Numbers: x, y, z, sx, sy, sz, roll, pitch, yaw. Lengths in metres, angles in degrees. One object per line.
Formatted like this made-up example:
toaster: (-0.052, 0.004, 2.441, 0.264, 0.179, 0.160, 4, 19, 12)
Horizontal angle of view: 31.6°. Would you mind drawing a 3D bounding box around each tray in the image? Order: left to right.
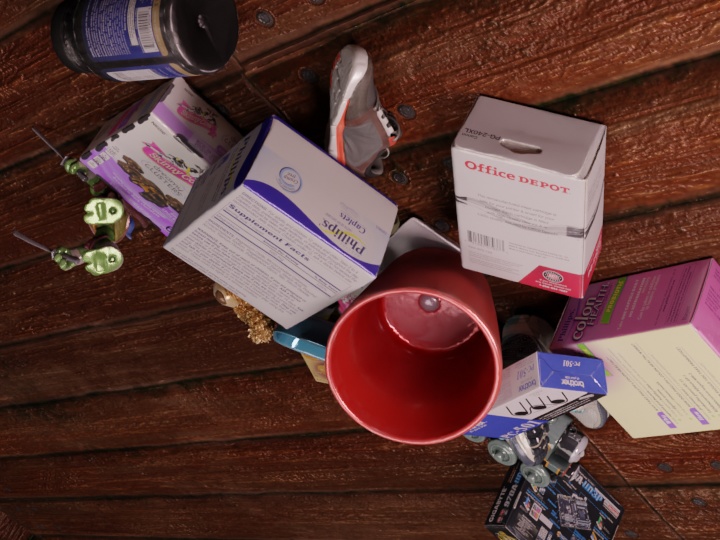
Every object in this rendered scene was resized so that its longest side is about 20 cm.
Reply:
tray: (0.068, -0.004, 1.596, 0.107, 0.022, 0.200, 34, 148, -8)

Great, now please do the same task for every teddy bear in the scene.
teddy bear: (-0.159, 0.028, 1.702, 0.200, 0.066, 0.146, -129, 22, -80)

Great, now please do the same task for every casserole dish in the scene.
casserole dish: (-0.051, 0.089, 1.647, 0.120, 0.039, 0.200, 21, 170, 0)

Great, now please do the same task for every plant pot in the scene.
plant pot: (0.072, 0.071, 1.467, 0.199, 0.178, 0.202, 5, 116, 10)

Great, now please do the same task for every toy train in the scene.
toy train: (0.212, 0.206, 1.708, 0.199, 0.085, 0.114, 34, 144, 16)

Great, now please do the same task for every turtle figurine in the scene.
turtle figurine: (-0.383, -0.069, 1.700, 0.200, 0.144, 0.194, 34, -179, -24)

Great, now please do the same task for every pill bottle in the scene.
pill bottle: (-0.239, -0.262, 1.380, 0.199, 0.112, 0.112, 3, 140, 36)

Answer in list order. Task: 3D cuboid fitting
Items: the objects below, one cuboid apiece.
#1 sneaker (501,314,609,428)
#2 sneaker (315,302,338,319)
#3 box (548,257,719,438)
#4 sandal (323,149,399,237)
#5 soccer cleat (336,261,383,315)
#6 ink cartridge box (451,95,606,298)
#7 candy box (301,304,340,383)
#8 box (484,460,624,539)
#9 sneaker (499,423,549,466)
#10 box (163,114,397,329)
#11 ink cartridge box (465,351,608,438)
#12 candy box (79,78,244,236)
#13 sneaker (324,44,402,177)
sneaker: (0.237, 0.148, 1.604, 0.200, 0.087, 0.077, 43, 144, -25)
sneaker: (-0.084, -0.033, 1.642, 0.085, 0.075, 0.200, -39, 97, 15)
box: (0.352, 0.093, 1.441, 0.176, 0.097, 0.199, 44, 145, -24)
sandal: (-0.036, -0.108, 1.492, 0.200, 0.080, 0.057, 28, 129, -8)
soccer cleat: (0.000, 0.000, 1.568, 0.086, 0.070, 0.201, -27, 102, 27)
ink cartridge box: (0.180, -0.076, 1.345, 0.144, 0.084, 0.201, 16, 146, 20)
candy box: (-0.036, 0.085, 1.772, 0.115, 0.055, 0.200, 7, 143, 29)
box: (0.279, 0.351, 1.807, 0.200, 0.159, 0.046, 44, 148, -24)
sneaker: (0.169, 0.167, 1.641, 0.086, 0.077, 0.201, -35, 78, 30)
box: (-0.090, -0.049, 1.430, 0.184, 0.105, 0.200, 35, 145, -20)
ink cartridge box: (0.187, 0.148, 1.475, 0.093, 0.044, 0.200, 9, 156, -26)
candy box: (-0.231, -0.136, 1.593, 0.168, 0.072, 0.200, 43, 146, -21)
sneaker: (0.006, -0.170, 1.382, 0.081, 0.077, 0.200, 2, 150, -6)
